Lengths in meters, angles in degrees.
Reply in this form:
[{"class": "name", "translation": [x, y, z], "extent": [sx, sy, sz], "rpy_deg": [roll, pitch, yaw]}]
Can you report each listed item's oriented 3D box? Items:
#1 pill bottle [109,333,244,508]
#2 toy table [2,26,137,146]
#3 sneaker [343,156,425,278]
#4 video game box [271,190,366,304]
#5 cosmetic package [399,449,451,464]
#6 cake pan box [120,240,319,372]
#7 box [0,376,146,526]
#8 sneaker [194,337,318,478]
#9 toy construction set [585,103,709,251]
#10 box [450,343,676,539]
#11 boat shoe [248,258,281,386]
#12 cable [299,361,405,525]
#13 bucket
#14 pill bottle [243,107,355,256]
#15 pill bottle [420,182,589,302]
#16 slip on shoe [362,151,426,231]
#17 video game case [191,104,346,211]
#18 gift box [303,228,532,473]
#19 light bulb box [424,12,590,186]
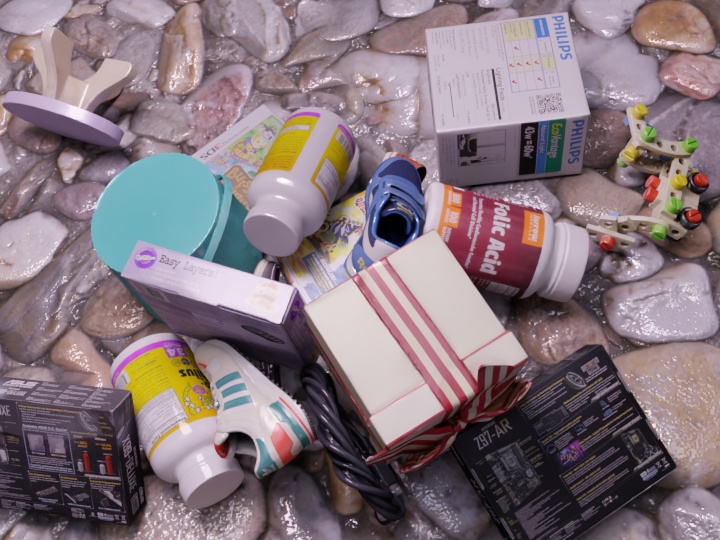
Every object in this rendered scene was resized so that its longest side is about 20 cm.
[{"class": "pill bottle", "translation": [-0.215, 0.178, 1.019], "extent": [0.104, 0.104, 0.200], "rpy_deg": [-31, 60, -10]}, {"class": "toy table", "translation": [-0.431, -0.270, 1.294], "extent": [0.200, 0.184, 0.117], "rpy_deg": [17, 80, 9]}, {"class": "sneaker", "translation": [0.042, -0.067, 1.013], "extent": [0.074, 0.082, 0.200], "rpy_deg": [23, 52, -12]}, {"class": "video game box", "translation": [0.000, 0.000, 1.127], "extent": [0.182, 0.047, 0.200], "rpy_deg": [-27, 59, -10]}, {"class": "cosmetic package", "translation": [0.057, 0.120, 1.003], "extent": [0.101, 0.071, 0.200], "rpy_deg": [-24, 72, -7]}, {"class": "cake pan box", "translation": [-0.151, 0.046, 0.968], "extent": [0.200, 0.184, 0.052], "rpy_deg": [15, 68, 15]}, {"class": "box", "translation": [-0.357, 0.207, 0.995], "extent": [0.200, 0.158, 0.050], "rpy_deg": [3, 23, 12]}, {"class": "sneaker", "translation": [-0.141, 0.152, 0.953], "extent": [0.093, 0.070, 0.200], "rpy_deg": [-41, 53, -22]}, {"class": "toy construction set", "translation": [0.371, -0.106, 1.103], "extent": [0.131, 0.092, 0.200], "rpy_deg": [28, 73, -4]}, {"class": "box", "translation": [0.217, 0.198, 0.933], "extent": [0.200, 0.044, 0.160], "rpy_deg": [-32, 88, -10]}, {"class": "boat shoe", "translation": [-0.115, 0.081, 1.085], "extent": [0.065, 0.072, 0.200], "rpy_deg": [4, 64, 5]}, {"class": "cable", "translation": [-0.019, 0.189, 0.937], "extent": [0.051, 0.163, 0.200], "rpy_deg": [-32, 74, 2]}, {"class": "bucket", "translation": [-0.239, -0.045, 1.124], "extent": [0.207, 0.135, 0.207], "rpy_deg": [-6, 64, 13]}, {"class": "pill bottle", "translation": [-0.082, -0.115, 1.118], "extent": [0.104, 0.104, 0.200], "rpy_deg": [10, 49, 15]}, {"class": "pill bottle", "translation": [0.168, -0.030, 1.054], "extent": [0.200, 0.114, 0.114], "rpy_deg": [14, 61, -4]}, {"class": "slip on shoe", "translation": [0.041, -0.070, 1.098], "extent": [0.061, 0.074, 0.200], "rpy_deg": [11, 56, 10]}, {"class": "video game case", "translation": [-0.151, -0.136, 1.245], "extent": [0.182, 0.022, 0.200], "rpy_deg": [-39, 61, -14]}, {"class": "gift box", "translation": [0.052, 0.093, 0.875], "extent": [0.184, 0.200, 0.187], "rpy_deg": [-32, 75, -4]}, {"class": "light bulb box", "translation": [0.198, -0.236, 1.189], "extent": [0.200, 0.125, 0.198], "rpy_deg": [-5, 58, 5]}]
